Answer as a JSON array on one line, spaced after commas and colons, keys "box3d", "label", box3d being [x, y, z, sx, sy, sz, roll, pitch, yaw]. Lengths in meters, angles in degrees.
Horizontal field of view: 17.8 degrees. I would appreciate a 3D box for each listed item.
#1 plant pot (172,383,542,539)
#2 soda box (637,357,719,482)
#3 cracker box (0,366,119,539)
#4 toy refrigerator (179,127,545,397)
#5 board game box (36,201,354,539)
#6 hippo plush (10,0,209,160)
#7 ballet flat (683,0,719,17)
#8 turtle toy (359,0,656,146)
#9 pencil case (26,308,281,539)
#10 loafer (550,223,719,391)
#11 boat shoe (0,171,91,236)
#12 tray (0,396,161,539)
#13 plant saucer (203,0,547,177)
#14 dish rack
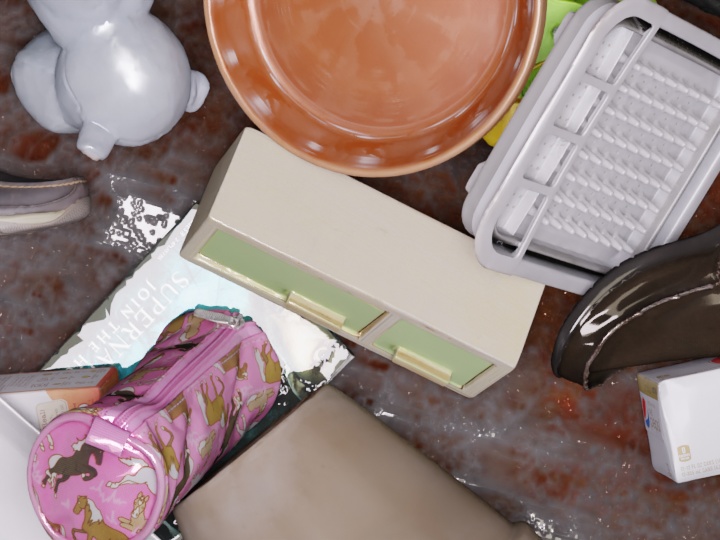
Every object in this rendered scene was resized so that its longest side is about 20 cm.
[{"box3d": [-0.009, 0.166, 1.314, 0.199, 0.200, 0.174, -38, 90, -2], "label": "plant pot"}, {"box3d": [0.272, 0.074, 1.391, 0.198, 0.068, 0.064, -12, 93, -4], "label": "soda box"}, {"box3d": [-0.235, 0.133, 1.340, 0.198, 0.058, 0.135, -5, 99, 7], "label": "cracker box"}, {"box3d": [0.000, 0.000, 1.348, 0.199, 0.076, 0.070, 26, 67, -10], "label": "toy refrigerator"}, {"box3d": [-0.118, 0.078, 1.384, 0.135, 0.028, 0.200, 43, 88, -3], "label": "board game box"}, {"box3d": [-0.140, -0.160, 1.323, 0.159, 0.199, 0.162, -39, 118, -35], "label": "hippo plush"}, {"box3d": [0.173, -0.202, 1.395, 0.199, 0.057, 0.067, 26, 62, -9], "label": "ballet flat"}, {"box3d": [0.081, -0.148, 1.352, 0.198, 0.101, 0.147, 8, 102, -1], "label": "turtle toy"}, {"box3d": [-0.111, 0.085, 1.270, 0.082, 0.200, 0.087, -10, 104, 21], "label": "pencil case"}, {"box3d": [0.205, 0.019, 1.366, 0.199, 0.073, 0.072, -29, 63, -8], "label": "loafer"}, {"box3d": [-0.257, -0.056, 1.348, 0.198, 0.074, 0.074, 0, 92, -5], "label": "boat shoe"}, {"box3d": [-0.205, 0.133, 1.297, 0.200, 0.022, 0.108, 42, 100, -3], "label": "tray"}, {"box3d": [0.009, -0.154, 1.287, 0.198, 0.032, 0.202, 3, 99, 18], "label": "plant saucer"}, {"box3d": [0.141, -0.072, 1.329, 0.043, 0.199, 0.173, 37, 103, 35], "label": "dish rack"}]
